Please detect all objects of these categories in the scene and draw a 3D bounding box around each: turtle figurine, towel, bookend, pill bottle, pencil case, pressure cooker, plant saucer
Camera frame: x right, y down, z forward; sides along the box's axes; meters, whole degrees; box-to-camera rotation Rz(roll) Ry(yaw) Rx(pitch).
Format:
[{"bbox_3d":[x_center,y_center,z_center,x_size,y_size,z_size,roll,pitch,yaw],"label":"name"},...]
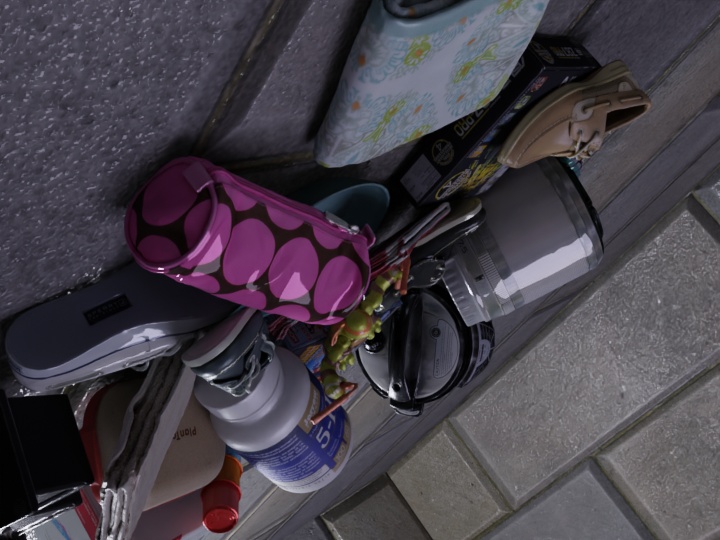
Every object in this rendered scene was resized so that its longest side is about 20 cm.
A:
[{"bbox_3d":[-0.013,0.071,0.897,0.202,0.064,0.161,-63,179,-11],"label":"turtle figurine"},{"bbox_3d":[0.000,0.000,0.891,0.199,0.023,0.144,-33,-175,31],"label":"towel"},{"bbox_3d":[-0.186,0.139,0.741,0.201,0.034,0.133,-75,-175,-48],"label":"towel"},{"bbox_3d":[-0.290,0.177,0.685,0.197,0.093,0.200,-27,166,14],"label":"bookend"},{"bbox_3d":[0.063,-0.169,0.665,0.199,0.048,0.172,-28,160,-32],"label":"towel"},{"bbox_3d":[-0.096,0.154,0.913,0.119,0.120,0.201,-37,139,-2],"label":"pill bottle"},{"bbox_3d":[-0.075,-0.022,0.631,0.093,0.091,0.199,-39,149,23],"label":"pencil case"},{"bbox_3d":[0.085,0.097,1.171,0.178,0.177,0.199,-40,168,20],"label":"pressure cooker"},{"bbox_3d":[-0.060,-0.027,0.803,0.199,0.036,0.200,-35,164,-11],"label":"plant saucer"}]

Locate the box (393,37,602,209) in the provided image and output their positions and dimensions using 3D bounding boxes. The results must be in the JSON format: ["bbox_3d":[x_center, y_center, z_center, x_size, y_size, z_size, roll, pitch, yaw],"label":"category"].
[{"bbox_3d":[0.144,-0.154,0.872,0.200,0.049,0.161,-48,164,33],"label":"box"}]

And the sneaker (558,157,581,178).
[{"bbox_3d":[0.275,-0.171,1.070,0.088,0.074,0.200,-47,166,-3],"label":"sneaker"}]

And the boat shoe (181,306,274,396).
[{"bbox_3d":[-0.101,0.070,0.701,0.072,0.062,0.200,-35,-177,-4],"label":"boat shoe"}]

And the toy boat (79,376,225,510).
[{"bbox_3d":[-0.236,0.181,0.886,0.129,0.133,0.199,-11,175,26],"label":"toy boat"}]

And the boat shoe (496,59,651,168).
[{"bbox_3d":[0.223,-0.151,0.848,0.199,0.065,0.071,-33,164,-24],"label":"boat shoe"}]

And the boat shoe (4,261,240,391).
[{"bbox_3d":[-0.183,0.048,0.677,0.200,0.075,0.086,-26,159,-29],"label":"boat shoe"}]

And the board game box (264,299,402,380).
[{"bbox_3d":[-0.072,0.093,1.049,0.200,0.062,0.199,-47,160,27],"label":"board game box"}]

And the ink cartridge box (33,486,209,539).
[{"bbox_3d":[-0.286,0.306,1.013,0.144,0.145,0.200,-20,156,-45],"label":"ink cartridge box"}]

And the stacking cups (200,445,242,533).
[{"bbox_3d":[-0.161,0.224,0.991,0.060,0.201,0.061,-5,121,-9],"label":"stacking cups"}]

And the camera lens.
[{"bbox_3d":[0.189,-0.040,1.035,0.198,0.161,0.160,-28,164,6],"label":"camera lens"}]

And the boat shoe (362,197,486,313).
[{"bbox_3d":[0.072,-0.017,0.960,0.199,0.068,0.072,-35,-167,33],"label":"boat shoe"}]
